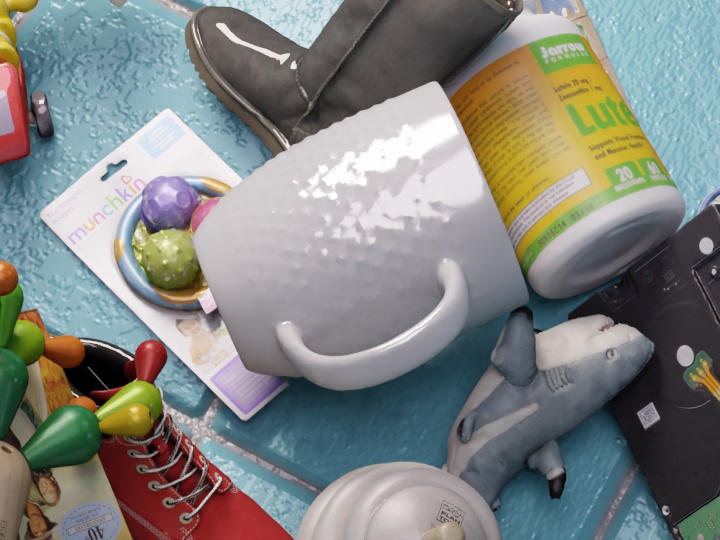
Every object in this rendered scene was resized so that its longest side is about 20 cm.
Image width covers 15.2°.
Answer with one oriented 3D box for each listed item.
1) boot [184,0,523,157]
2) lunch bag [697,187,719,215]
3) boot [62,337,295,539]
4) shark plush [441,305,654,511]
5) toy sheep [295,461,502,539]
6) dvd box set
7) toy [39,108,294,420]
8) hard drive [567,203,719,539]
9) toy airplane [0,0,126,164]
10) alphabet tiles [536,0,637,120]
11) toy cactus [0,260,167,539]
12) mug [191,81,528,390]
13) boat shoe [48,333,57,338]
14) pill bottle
[{"bbox_3d":[-0.008,-0.160,1.715,0.182,0.200,0.073,46,40,14],"label":"boot"},{"bbox_3d":[0.309,0.022,1.720,0.160,0.076,0.200,-19,69,-12],"label":"lunch bag"},{"bbox_3d":[-0.110,0.123,1.623,0.200,0.144,0.072,33,59,7],"label":"boot"},{"bbox_3d":[0.097,0.108,1.668,0.083,0.091,0.200,31,73,14],"label":"shark plush"},{"bbox_3d":[0.021,0.176,1.584,0.138,0.200,0.138,5,77,-21],"label":"toy sheep"},{"bbox_3d":[-0.206,0.128,1.525,0.146,0.029,0.200,-13,75,-44],"label":"dvd box set"},{"bbox_3d":[-0.099,-0.012,1.733,0.115,0.047,0.200,-40,75,-18],"label":"toy"},{"bbox_3d":[0.223,0.078,1.666,0.038,0.140,0.200,-2,59,-46],"label":"hard drive"},{"bbox_3d":[-0.258,-0.186,1.748,0.199,0.141,0.200,28,70,10],"label":"toy airplane"},{"bbox_3d":[0.079,-0.096,1.794,0.200,0.008,0.168,-19,70,-10],"label":"alphabet tiles"},{"bbox_3d":[-0.192,0.080,1.488,0.200,0.102,0.165,21,63,-40],"label":"toy cactus"},{"bbox_3d":[0.000,0.000,1.621,0.175,0.148,0.200,-23,35,0],"label":"mug"},{"bbox_3d":[-0.254,0.030,1.699,0.199,0.072,0.073,16,61,1],"label":"boat shoe"},{"bbox_3d":[0.113,-0.092,1.730,0.111,0.111,0.200,-26,71,-11],"label":"pill bottle"}]
